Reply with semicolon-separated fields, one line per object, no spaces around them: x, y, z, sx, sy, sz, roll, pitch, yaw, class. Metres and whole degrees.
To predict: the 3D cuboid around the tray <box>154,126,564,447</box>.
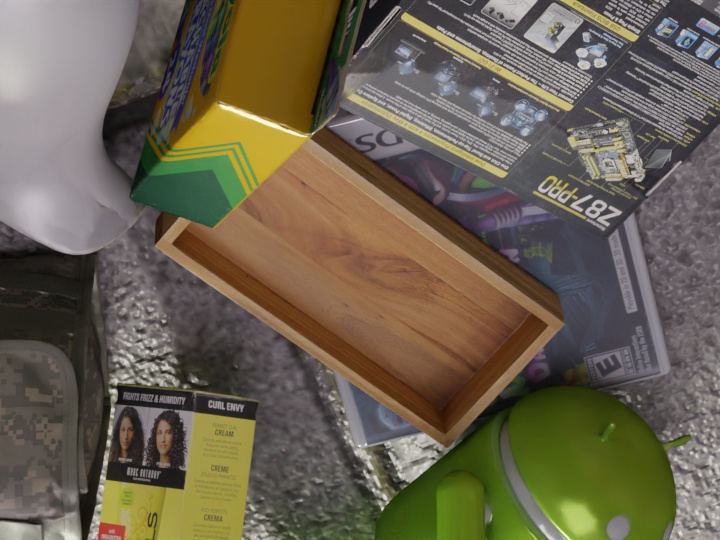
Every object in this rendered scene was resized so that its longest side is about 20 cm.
0.000;0.000;1.540;0.200;0.037;0.099;35;111;-19;tray

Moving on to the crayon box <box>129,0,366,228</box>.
-0.050;-0.109;1.393;0.051;0.126;0.200;19;161;-14;crayon box

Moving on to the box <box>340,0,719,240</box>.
0.098;-0.115;1.441;0.200;0.049;0.161;24;118;-33;box

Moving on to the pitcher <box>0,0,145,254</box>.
-0.191;-0.122;1.454;0.171;0.121;0.201;11;126;15;pitcher

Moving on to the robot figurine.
0.088;0.141;1.591;0.200;0.116;0.175;-40;152;28;robot figurine

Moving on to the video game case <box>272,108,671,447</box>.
0.060;-0.009;1.569;0.181;0.023;0.201;-14;118;5;video game case

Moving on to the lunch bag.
-0.217;0.079;1.505;0.163;0.200;0.118;-3;119;0;lunch bag

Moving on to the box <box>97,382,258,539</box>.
-0.106;0.164;1.568;0.050;0.075;0.201;10;86;-43;box
